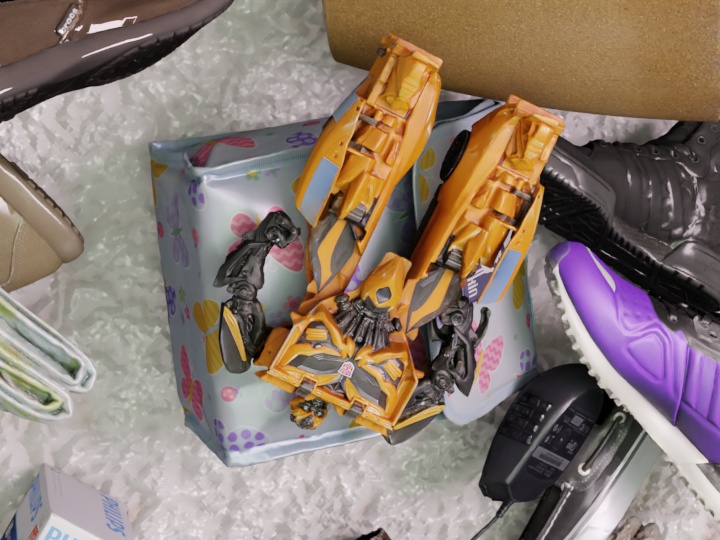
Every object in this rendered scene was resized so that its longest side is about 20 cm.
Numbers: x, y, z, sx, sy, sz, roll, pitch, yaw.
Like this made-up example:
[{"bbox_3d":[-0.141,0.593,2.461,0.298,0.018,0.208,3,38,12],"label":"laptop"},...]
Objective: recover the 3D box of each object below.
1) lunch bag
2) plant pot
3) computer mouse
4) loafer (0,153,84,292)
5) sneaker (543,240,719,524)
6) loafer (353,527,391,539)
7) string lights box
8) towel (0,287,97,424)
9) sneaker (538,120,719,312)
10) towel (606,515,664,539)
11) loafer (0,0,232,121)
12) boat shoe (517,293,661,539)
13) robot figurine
[{"bbox_3d":[0.000,0.000,1.264,0.200,0.127,0.170,-9,103,-20],"label":"lunch bag"},{"bbox_3d":[0.082,-0.165,1.223,0.200,0.186,0.187,-3,102,5],"label":"plant pot"},{"bbox_3d":[0.066,0.131,1.292,0.034,0.059,0.200,37,91,28],"label":"computer mouse"},{"bbox_3d":[-0.234,-0.059,1.232,0.200,0.076,0.067,43,85,-15],"label":"loafer"},{"bbox_3d":[0.185,0.047,1.269,0.099,0.070,0.200,-38,104,10],"label":"sneaker"},{"bbox_3d":[-0.064,0.190,1.323,0.200,0.073,0.071,-12,93,-13],"label":"loafer"},{"bbox_3d":[-0.195,0.216,1.280,0.059,0.103,0.200,29,94,-14],"label":"string lights box"},{"bbox_3d":[-0.224,0.013,1.186,0.171,0.200,0.048,41,79,-14],"label":"towel"},{"bbox_3d":[0.165,-0.051,1.290,0.200,0.060,0.104,34,67,-24],"label":"sneaker"},{"bbox_3d":[0.139,0.250,1.314,0.200,0.034,0.133,-57,133,-31],"label":"towel"},{"bbox_3d":[-0.150,-0.132,1.200,0.200,0.073,0.071,-25,88,-37],"label":"loafer"},{"bbox_3d":[0.134,0.097,1.336,0.066,0.070,0.200,36,93,-7],"label":"boat shoe"},{"bbox_3d":[0.014,-0.008,1.170,0.145,0.058,0.200,24,96,-12],"label":"robot figurine"}]
